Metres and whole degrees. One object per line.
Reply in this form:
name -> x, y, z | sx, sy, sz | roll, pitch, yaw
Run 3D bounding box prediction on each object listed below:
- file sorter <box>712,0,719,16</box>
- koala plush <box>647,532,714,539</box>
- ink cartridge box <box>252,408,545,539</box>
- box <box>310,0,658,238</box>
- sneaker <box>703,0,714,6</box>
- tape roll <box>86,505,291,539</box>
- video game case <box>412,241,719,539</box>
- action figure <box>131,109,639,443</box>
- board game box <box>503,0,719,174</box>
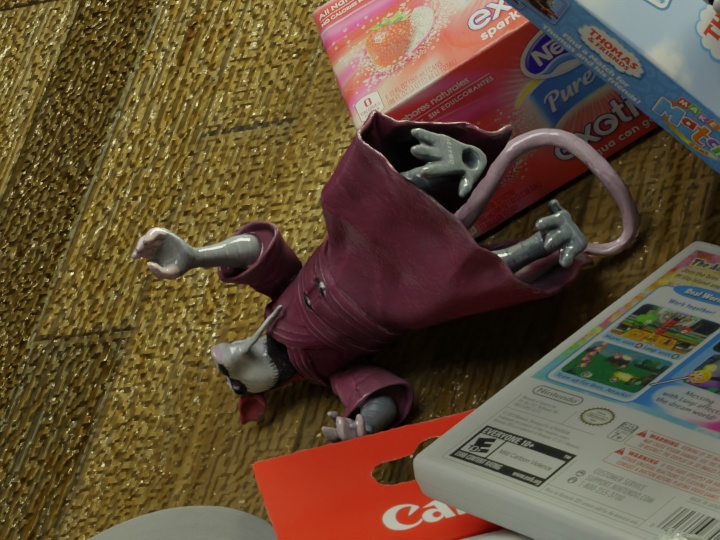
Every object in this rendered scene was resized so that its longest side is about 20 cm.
file sorter -> 0.265, -0.087, 1.091 | 0.139, 0.200, 0.125 | -50, 12, -11
koala plush -> 0.117, 0.221, 1.008 | 0.200, 0.184, 0.177 | -45, 48, 27
ink cartridge box -> 0.055, 0.111, 1.165 | 0.160, 0.047, 0.200 | -13, 42, -10
box -> 0.091, -0.116, 1.357 | 0.200, 0.095, 0.103 | -31, 40, 10
sneaker -> 0.232, -0.100, 1.180 | 0.070, 0.200, 0.109 | -38, 67, 58
tape roll -> -0.084, 0.200, 1.224 | 0.200, 0.066, 0.200 | -20, 43, 20
video game case -> 0.151, 0.060, 1.158 | 0.182, 0.024, 0.200 | -35, 34, -31
action figure -> 0.000, 0.000, 1.316 | 0.149, 0.134, 0.200 | -30, -7, -48
board game box -> 0.167, -0.116, 1.219 | 0.151, 0.200, 0.037 | -55, 5, -28
